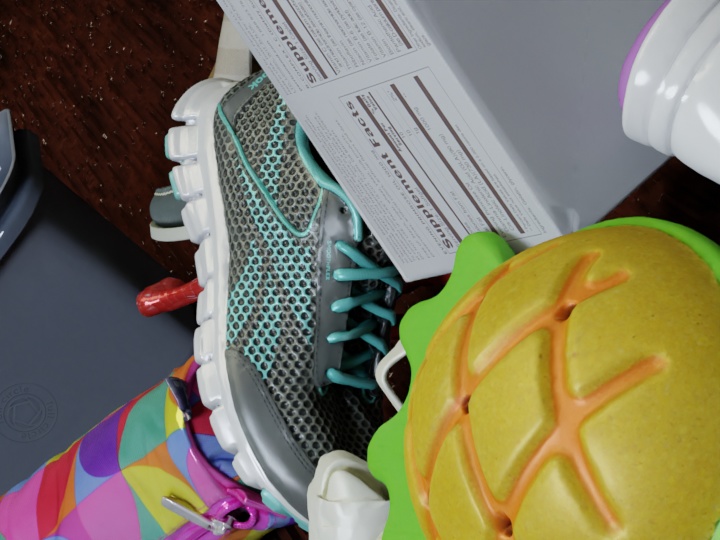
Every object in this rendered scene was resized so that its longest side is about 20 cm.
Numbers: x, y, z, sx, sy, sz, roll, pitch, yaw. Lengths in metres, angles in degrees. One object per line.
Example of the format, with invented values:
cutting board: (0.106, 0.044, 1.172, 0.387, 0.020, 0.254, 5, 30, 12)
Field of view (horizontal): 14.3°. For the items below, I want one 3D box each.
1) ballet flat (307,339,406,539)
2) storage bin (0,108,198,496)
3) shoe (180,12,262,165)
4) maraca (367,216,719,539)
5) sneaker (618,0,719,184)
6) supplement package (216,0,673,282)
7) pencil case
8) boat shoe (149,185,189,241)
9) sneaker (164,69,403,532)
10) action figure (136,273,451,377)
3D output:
ballet flat: (0.021, 0.067, 1.015, 0.200, 0.069, 0.069, -54, 20, 2)
storage bin: (-0.180, 0.043, 1.415, 0.200, 0.134, 0.146, -50, 20, 11)
shoe: (-0.024, -0.114, 1.196, 0.053, 0.070, 0.200, 43, 124, 53)
maraca: (0.061, 0.049, 0.875, 0.200, 0.107, 0.137, 10, 82, 59)
sneaker: (0.177, -0.088, 0.926, 0.200, 0.100, 0.075, -44, -27, -19)
supplement package: (0.067, -0.118, 0.991, 0.200, 0.156, 0.111, -40, 13, -26)
pencil case: (-0.093, 0.101, 1.200, 0.200, 0.088, 0.088, -37, 26, 44)
boat shoe: (-0.035, -0.054, 1.307, 0.073, 0.062, 0.200, -15, 1, -36)
sneaker: (-0.015, 0.003, 1.096, 0.091, 0.078, 0.200, -28, 68, 37)
action figure: (0.000, 0.000, 1.169, 0.200, 0.065, 0.052, -20, -5, 37)
